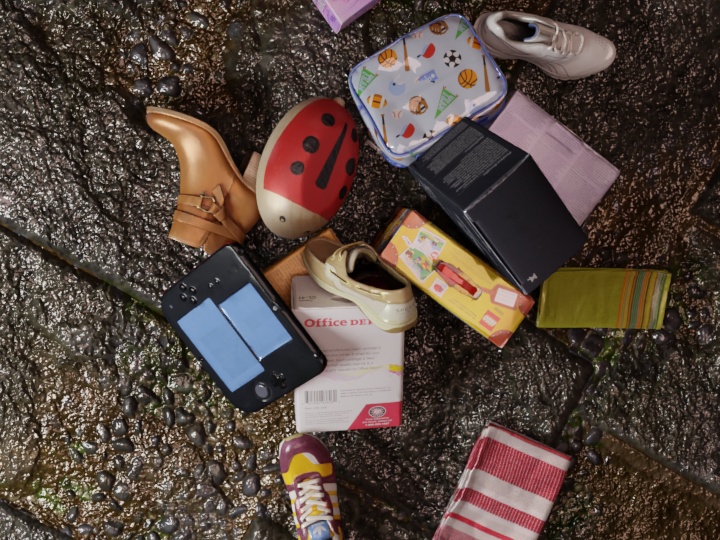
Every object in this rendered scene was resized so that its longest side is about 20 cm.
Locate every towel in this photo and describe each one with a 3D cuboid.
[{"bbox_3d":[0.204,0.332,1.479,0.143,0.023,0.202,24,92,-8],"label":"towel"},{"bbox_3d":[0.341,0.040,1.445,0.198,0.018,0.087,1,100,-18],"label":"towel"}]

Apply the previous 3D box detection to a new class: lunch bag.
[{"bbox_3d":[0.088,-0.233,1.374,0.199,0.076,0.161,-30,82,-1],"label":"lunch bag"}]

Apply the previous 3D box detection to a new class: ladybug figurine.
[{"bbox_3d":[-0.061,-0.137,1.366,0.135,0.072,0.202,22,86,-33],"label":"ladybug figurine"}]

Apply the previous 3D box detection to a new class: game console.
[{"bbox_3d":[-0.154,0.079,1.324,0.176,0.031,0.201,-32,97,41],"label":"game console"}]

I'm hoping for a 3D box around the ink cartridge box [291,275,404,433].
[{"bbox_3d":[-0.018,0.110,1.369,0.146,0.086,0.202,-2,120,-5],"label":"ink cartridge box"}]

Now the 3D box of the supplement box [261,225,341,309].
[{"bbox_3d":[-0.106,0.022,1.398,0.199,0.067,0.069,-37,98,-1],"label":"supplement box"}]

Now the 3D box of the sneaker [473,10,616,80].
[{"bbox_3d":[0.252,-0.305,1.392,0.198,0.087,0.075,8,93,-8],"label":"sneaker"}]

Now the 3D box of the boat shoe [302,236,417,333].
[{"bbox_3d":[0.000,0.000,1.286,0.074,0.199,0.067,-27,134,-33],"label":"boat shoe"}]

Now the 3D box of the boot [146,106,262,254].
[{"bbox_3d":[-0.220,-0.113,1.366,0.199,0.074,0.156,28,88,-10],"label":"boot"}]

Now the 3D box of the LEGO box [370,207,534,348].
[{"bbox_3d":[0.116,0.005,1.376,0.199,0.149,0.077,36,91,-7],"label":"LEGO box"}]

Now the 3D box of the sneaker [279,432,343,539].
[{"bbox_3d":[-0.060,0.313,1.389,0.074,0.090,0.202,-16,118,-2],"label":"sneaker"}]

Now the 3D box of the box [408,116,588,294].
[{"bbox_3d":[0.166,-0.084,1.279,0.104,0.200,0.148,-41,119,0],"label":"box"}]

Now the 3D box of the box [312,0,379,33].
[{"bbox_3d":[-0.016,-0.448,1.348,0.175,0.097,0.201,-37,97,-2],"label":"box"}]

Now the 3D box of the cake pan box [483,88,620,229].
[{"bbox_3d":[0.232,-0.117,1.426,0.199,0.052,0.185,35,93,-7],"label":"cake pan box"}]
